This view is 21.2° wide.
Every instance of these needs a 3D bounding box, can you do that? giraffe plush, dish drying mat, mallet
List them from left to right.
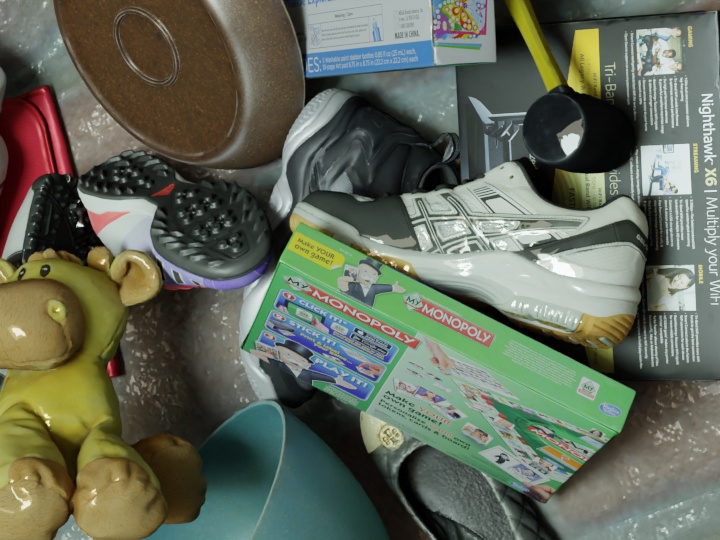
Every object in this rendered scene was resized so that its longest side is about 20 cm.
[{"bbox_3d":[-0.215,-0.018,1.295,0.077,0.018,0.200,-15,88,32],"label":"dish drying mat"},{"bbox_3d":[-0.178,0.067,1.136,0.172,0.200,0.162,-1,91,-2],"label":"giraffe plush"},{"bbox_3d":[0.091,-0.140,1.038,0.041,0.066,0.200,-31,65,26],"label":"mallet"}]

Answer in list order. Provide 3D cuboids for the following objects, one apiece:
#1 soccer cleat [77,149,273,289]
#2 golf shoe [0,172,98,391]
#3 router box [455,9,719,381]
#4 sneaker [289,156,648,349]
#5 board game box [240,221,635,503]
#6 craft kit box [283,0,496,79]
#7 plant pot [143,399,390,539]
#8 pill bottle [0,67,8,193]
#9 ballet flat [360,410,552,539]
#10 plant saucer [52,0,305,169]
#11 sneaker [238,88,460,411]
[{"bbox_3d":[-0.106,-0.017,1.173,0.200,0.068,0.073,25,140,53],"label":"soccer cleat"},{"bbox_3d":[-0.229,0.030,1.255,0.094,0.078,0.200,15,102,29],"label":"golf shoe"},{"bbox_3d":[0.136,-0.040,1.069,0.157,0.052,0.200,0,96,30],"label":"router box"},{"bbox_3d":[0.062,-0.023,1.047,0.200,0.076,0.088,15,82,18],"label":"sneaker"},{"bbox_3d":[0.038,0.055,1.063,0.200,0.029,0.135,27,153,-1],"label":"board game box"},{"bbox_3d":[0.004,-0.208,1.076,0.200,0.048,0.198,7,104,62],"label":"craft kit box"},{"bbox_3d":[-0.051,0.197,1.145,0.135,0.200,0.200,34,117,-17],"label":"plant pot"},{"bbox_3d":[-0.296,-0.049,1.272,0.111,0.111,0.200,33,118,23],"label":"pill bottle"},{"bbox_3d":[0.067,0.149,1.129,0.066,0.057,0.200,-47,73,25],"label":"ballet flat"},{"bbox_3d":[-0.120,-0.142,1.162,0.200,0.034,0.200,28,138,28],"label":"plant saucer"},{"bbox_3d":[0.000,0.000,1.138,0.114,0.075,0.200,19,103,30],"label":"sneaker"}]
